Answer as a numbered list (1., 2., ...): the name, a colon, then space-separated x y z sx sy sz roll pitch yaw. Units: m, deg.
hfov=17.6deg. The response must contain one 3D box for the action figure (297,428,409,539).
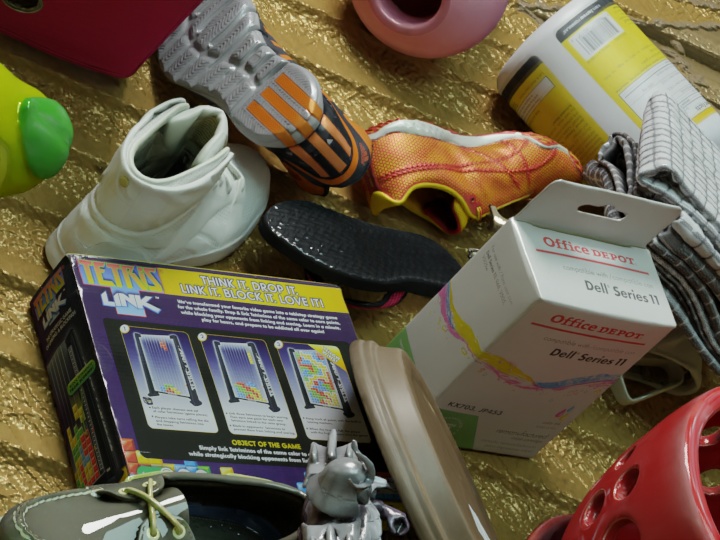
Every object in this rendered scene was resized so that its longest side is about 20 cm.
1. action figure: -0.006 0.173 1.244 0.069 0.200 0.130 8 35 8

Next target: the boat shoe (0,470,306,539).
1. boat shoe: -0.108 0.138 1.238 0.201 0.060 0.072 8 40 -45

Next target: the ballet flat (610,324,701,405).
1. ballet flat: 0.170 0.060 1.615 0.200 0.069 0.070 4 52 -40

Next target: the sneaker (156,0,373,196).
1. sneaker: -0.063 -0.112 1.571 0.112 0.078 0.200 47 4 -46

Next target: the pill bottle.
1. pill bottle: 0.205 -0.106 1.756 0.200 0.112 0.112 49 38 7

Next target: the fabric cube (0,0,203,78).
1. fabric cube: -0.172 -0.273 1.473 0.196 0.199 0.200 22 62 -21

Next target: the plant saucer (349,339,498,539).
1. plant saucer: 0.047 0.128 1.370 0.200 0.029 0.200 -24 90 -86

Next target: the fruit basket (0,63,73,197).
1. fruit basket: -0.265 -0.076 1.249 0.215 0.216 0.156 37 38 -6

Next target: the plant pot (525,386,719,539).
1. plant pot: 0.207 0.199 1.404 0.200 0.182 0.201 28 39 -25

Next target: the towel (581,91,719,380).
1. towel: 0.242 -0.011 1.626 0.200 0.086 0.166 45 20 -14

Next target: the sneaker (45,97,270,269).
1. sneaker: -0.098 -0.059 1.448 0.074 0.116 0.200 47 36 9

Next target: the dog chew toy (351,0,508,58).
1. dog chew toy: 0.069 -0.237 1.763 0.125 0.125 0.200 43 30 1

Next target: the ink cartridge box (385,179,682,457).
1. ink cartridge box: 0.115 0.034 1.473 0.117 0.200 0.067 11 48 -34

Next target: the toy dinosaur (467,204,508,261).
1. toy dinosaur: 0.135 -0.011 1.586 0.101 0.058 0.200 2 14 -15

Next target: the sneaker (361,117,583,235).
1. sneaker: 0.077 -0.060 1.655 0.200 0.073 0.077 0 76 -36

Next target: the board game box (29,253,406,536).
1. board game box: -0.083 0.079 1.378 0.200 0.057 0.166 8 47 -35

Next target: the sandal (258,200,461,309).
1. sandal: 0.000 0.000 1.534 0.200 0.045 0.075 12 35 -54
